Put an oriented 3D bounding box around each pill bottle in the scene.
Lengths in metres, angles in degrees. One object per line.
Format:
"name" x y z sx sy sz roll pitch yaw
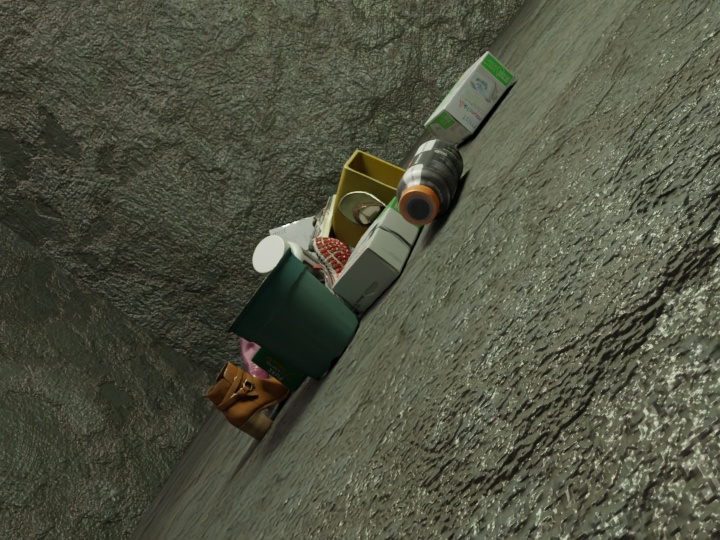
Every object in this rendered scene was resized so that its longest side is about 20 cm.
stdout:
"pill bottle" -0.159 0.001 1.444 0.113 0.200 0.115 -16 58 28
"pill bottle" 0.130 -0.163 1.143 0.106 0.106 0.201 -48 8 37

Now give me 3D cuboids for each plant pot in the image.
"plant pot" -0.120 0.093 1.162 0.201 0.195 0.200 -53 7 9
"plant pot" 0.030 -0.157 1.526 0.195 0.194 0.202 -67 -1 -65

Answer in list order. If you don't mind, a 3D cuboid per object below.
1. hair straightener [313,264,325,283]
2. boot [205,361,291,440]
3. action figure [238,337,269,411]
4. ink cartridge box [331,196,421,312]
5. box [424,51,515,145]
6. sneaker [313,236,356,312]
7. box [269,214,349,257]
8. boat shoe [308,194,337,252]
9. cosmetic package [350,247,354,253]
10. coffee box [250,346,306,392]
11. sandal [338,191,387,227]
"hair straightener" -0.030 0.025 1.357 0.198 0.078 0.041 1 12 44
"boot" -0.241 0.254 1.333 0.076 0.155 0.201 -32 20 48
"action figure" -0.238 0.243 1.442 0.149 0.133 0.201 -45 33 25
"ink cartridge box" 0.037 -0.033 1.214 0.147 0.083 0.201 -48 9 39
"box" 0.266 -0.415 1.496 0.177 0.096 0.200 -52 8 -2
"sneaker" -0.056 0.009 1.294 0.077 0.201 0.082 -2 -38 -36
"box" -0.129 -0.047 1.637 0.198 0.178 0.097 -18 -20 1
"boat shoe" -0.094 -0.123 1.547 0.201 0.064 0.074 -80 -13 -46
"cosmetic package" 0.029 -0.094 1.745 0.201 0.050 0.082 -58 10 -33
"coffee box" -0.133 0.149 1.304 0.201 0.122 0.044 -53 7 11
"sandal" 0.026 -0.127 1.365 0.057 0.200 0.081 16 -77 -54
